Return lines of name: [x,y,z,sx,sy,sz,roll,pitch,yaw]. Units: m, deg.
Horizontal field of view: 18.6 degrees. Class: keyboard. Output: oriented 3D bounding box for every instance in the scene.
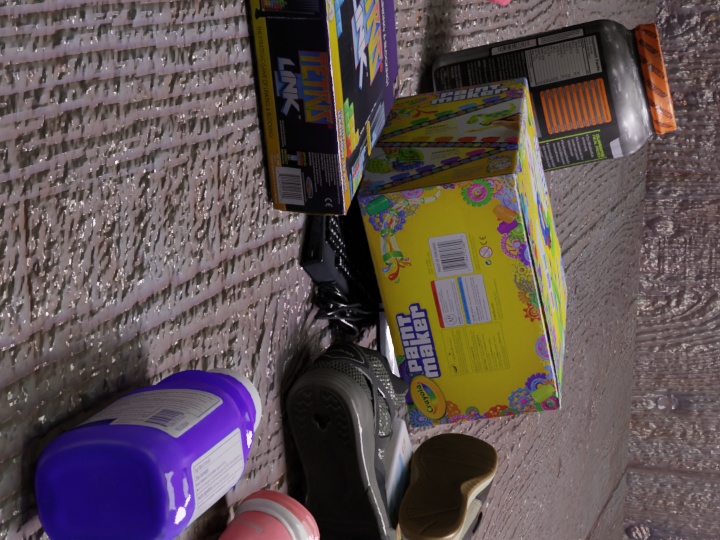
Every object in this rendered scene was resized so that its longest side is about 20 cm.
keyboard: [0.000,0.000,1.657,0.200,0.039,0.105,47,48,-71]

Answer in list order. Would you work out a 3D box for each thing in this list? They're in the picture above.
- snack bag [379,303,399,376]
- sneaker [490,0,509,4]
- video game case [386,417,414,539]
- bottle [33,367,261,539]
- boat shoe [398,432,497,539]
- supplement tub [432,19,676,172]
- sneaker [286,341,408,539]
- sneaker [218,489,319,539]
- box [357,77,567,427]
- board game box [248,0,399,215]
snack bag: [0.046,-0.001,1.884,0.200,0.021,0.189,-58,151,-61]
sneaker: [0.149,-0.324,2.100,0.200,0.073,0.087,-58,160,-49]
video game case: [0.024,0.255,1.877,0.182,0.022,0.201,73,26,-57]
bottle: [-0.104,0.096,1.173,0.200,0.083,0.066,-35,119,-73]
boat shoe: [0.068,0.201,1.874,0.200,0.073,0.065,-49,152,-63]
supplement tub: [0.170,-0.149,1.926,0.123,0.199,0.123,-11,90,-81]
sneaker: [-0.002,0.138,1.619,0.114,0.076,0.200,-54,141,-54]
sneaker: [-0.072,0.246,1.426,0.087,0.073,0.201,-36,127,-55]
box: [0.086,-0.016,1.711,0.193,0.121,0.201,-75,154,-63]
board game box: [-0.022,-0.165,1.476,0.166,0.056,0.201,-66,157,-50]
